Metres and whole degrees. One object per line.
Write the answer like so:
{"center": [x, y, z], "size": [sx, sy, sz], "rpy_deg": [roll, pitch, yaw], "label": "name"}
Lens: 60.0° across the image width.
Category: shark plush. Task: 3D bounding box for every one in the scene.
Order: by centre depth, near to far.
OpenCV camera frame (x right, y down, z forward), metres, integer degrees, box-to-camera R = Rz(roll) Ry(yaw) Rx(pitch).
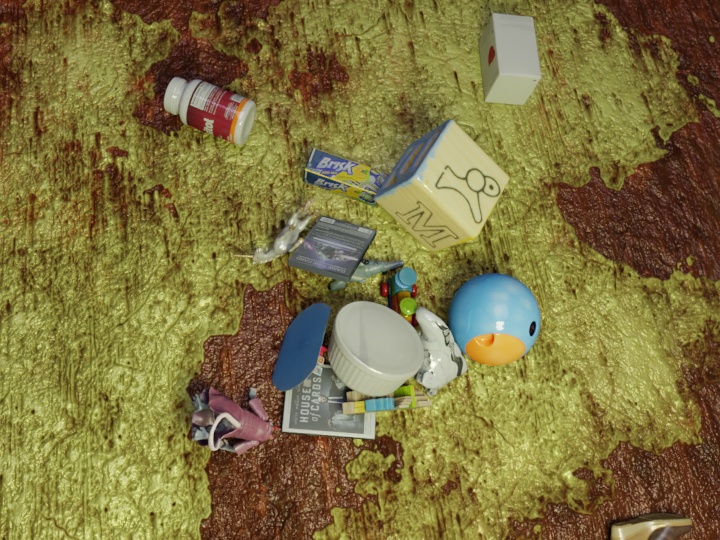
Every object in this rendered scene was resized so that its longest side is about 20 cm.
{"center": [0.000, 0.000, 1.423], "size": [0.197, 0.083, 0.092], "rpy_deg": [9, 68, -6], "label": "shark plush"}

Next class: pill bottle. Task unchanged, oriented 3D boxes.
{"center": [-0.360, -0.386, 1.494], "size": [0.198, 0.113, 0.114], "rpy_deg": [21, 67, 0], "label": "pill bottle"}

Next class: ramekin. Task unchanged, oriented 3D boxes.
{"center": [0.023, 0.166, 1.286], "size": [0.200, 0.095, 0.203], "rpy_deg": [20, 36, -15], "label": "ramekin"}

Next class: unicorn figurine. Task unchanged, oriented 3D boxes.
{"center": [-0.170, -0.077, 1.415], "size": [0.074, 0.137, 0.200], "rpy_deg": [53, 49, -6], "label": "unicorn figurine"}

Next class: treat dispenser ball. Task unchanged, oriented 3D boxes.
{"center": [0.292, 0.107, 1.367], "size": [0.198, 0.201, 0.203], "rpy_deg": [3, 69, -8], "label": "treat dispenser ball"}

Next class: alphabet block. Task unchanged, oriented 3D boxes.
{"center": [0.186, -0.189, 1.437], "size": [0.200, 0.196, 0.196], "rpy_deg": [41, 68, -15], "label": "alphabet block"}

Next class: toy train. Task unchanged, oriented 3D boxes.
{"center": [0.098, 0.100, 1.384], "size": [0.083, 0.116, 0.202], "rpy_deg": [1, 69, -9], "label": "toy train"}

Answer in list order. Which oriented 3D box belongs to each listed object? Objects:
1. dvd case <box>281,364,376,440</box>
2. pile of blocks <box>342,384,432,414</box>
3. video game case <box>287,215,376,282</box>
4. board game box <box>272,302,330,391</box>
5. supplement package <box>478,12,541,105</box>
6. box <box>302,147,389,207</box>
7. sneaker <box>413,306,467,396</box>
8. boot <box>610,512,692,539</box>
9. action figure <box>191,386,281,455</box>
{"center": [-0.064, 0.279, 1.339], "size": [0.197, 0.025, 0.152], "rpy_deg": [6, 68, -8], "label": "dvd case"}
{"center": [0.056, 0.263, 1.312], "size": [0.198, 0.082, 0.063], "rpy_deg": [1, 73, -25], "label": "pile of blocks"}
{"center": [-0.060, -0.052, 1.402], "size": [0.141, 0.019, 0.201], "rpy_deg": [16, 39, 11], "label": "video game case"}
{"center": [-0.113, 0.167, 1.312], "size": [0.039, 0.157, 0.202], "rpy_deg": [34, 51, -28], "label": "board game box"}
{"center": [0.400, -0.570, 1.685], "size": [0.118, 0.121, 0.202], "rpy_deg": [2, 68, -9], "label": "supplement package"}
{"center": [-0.036, -0.225, 1.513], "size": [0.198, 0.064, 0.071], "rpy_deg": [18, 67, -1], "label": "box"}
{"center": [0.149, 0.180, 1.349], "size": [0.115, 0.075, 0.201], "rpy_deg": [-41, 118, -15], "label": "sneaker"}
{"center": [0.620, 0.611, 1.317], "size": [0.197, 0.072, 0.169], "rpy_deg": [-5, 82, -12], "label": "boot"}
{"center": [-0.234, 0.297, 1.237], "size": [0.199, 0.148, 0.136], "rpy_deg": [24, 73, -35], "label": "action figure"}
